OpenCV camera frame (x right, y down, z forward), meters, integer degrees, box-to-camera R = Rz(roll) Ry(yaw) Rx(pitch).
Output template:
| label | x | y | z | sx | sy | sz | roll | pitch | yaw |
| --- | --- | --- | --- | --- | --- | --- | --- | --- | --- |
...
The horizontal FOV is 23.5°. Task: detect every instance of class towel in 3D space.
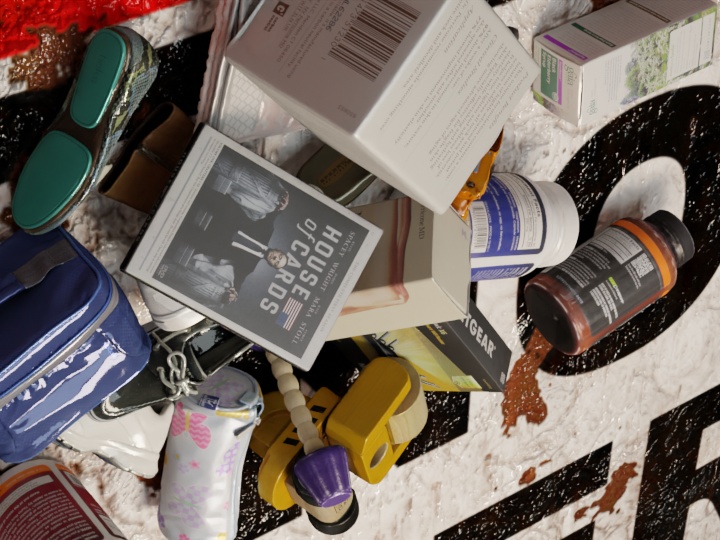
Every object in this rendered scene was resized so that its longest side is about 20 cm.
| label | x | y | z | sx | sy | sz | roll | pitch | yaw |
| --- | --- | --- | --- | --- | --- | --- | --- | --- | --- |
| towel | -0.062 | -0.212 | 1.575 | 0.191 | 0.032 | 0.200 | -21 | 134 | -46 |

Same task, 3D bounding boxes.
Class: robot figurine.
| label | x | y | z | sx | sy | sz | roll | pitch | yaw |
| --- | --- | --- | --- | --- | --- | --- | --- | --- | --- |
| robot figurine | 0.110 | -0.147 | 1.712 | 0.145 | 0.058 | 0.200 | 121 | -16 | -66 |

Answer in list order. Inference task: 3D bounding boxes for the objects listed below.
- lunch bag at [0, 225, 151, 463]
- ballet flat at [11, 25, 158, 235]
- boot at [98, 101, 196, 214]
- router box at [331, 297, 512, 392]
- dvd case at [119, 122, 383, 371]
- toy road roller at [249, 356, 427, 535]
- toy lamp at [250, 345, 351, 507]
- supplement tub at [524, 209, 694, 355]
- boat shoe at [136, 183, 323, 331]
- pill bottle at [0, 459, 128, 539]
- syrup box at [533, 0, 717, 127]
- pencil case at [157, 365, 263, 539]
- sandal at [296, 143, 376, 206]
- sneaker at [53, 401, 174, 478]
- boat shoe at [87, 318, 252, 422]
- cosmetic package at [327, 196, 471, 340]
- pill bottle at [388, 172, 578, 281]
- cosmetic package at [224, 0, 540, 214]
| label | x | y | z | sx | sy | sz | roll | pitch | yaw |
| --- | --- | --- | --- | --- | --- | --- | --- | --- | --- |
| lunch bag | -0.302 | 0.060 | 1.514 | 0.200 | 0.136 | 0.132 | -40 | 139 | -9 |
| ballet flat | -0.231 | -0.116 | 1.499 | 0.074 | 0.074 | 0.200 | 15 | 113 | -47 |
| boot | -0.166 | -0.036 | 1.616 | 0.188 | 0.068 | 0.200 | -53 | 139 | 5 |
| router box | 0.050 | 0.063 | 1.823 | 0.200 | 0.157 | 0.052 | 49 | 48 | -50 |
| dvd case | -0.095 | -0.019 | 1.556 | 0.200 | 0.025 | 0.150 | 30 | 85 | -22 |
| toy road roller | -0.036 | 0.166 | 1.835 | 0.200 | 0.146 | 0.123 | -50 | 157 | -17 |
| toy lamp | -0.062 | 0.143 | 1.746 | 0.058 | 0.200 | 0.058 | -22 | 159 | -9 |
| supplement tub | 0.298 | 0.008 | 2.043 | 0.200 | 0.107 | 0.107 | -32 | 137 | -19 |
| boat shoe | -0.120 | -0.028 | 1.591 | 0.200 | 0.072 | 0.069 | -35 | 124 | -12 |
| pill bottle | -0.278 | 0.279 | 1.657 | 0.113 | 0.200 | 0.113 | -23 | 134 | -27 |
| syrup box | 0.283 | -0.235 | 1.858 | 0.200 | 0.081 | 0.079 | -25 | 133 | -25 |
| pencil case | -0.156 | 0.194 | 1.789 | 0.083 | 0.091 | 0.200 | -70 | 174 | -59 |
| sandal | 0.012 | -0.138 | 1.677 | 0.200 | 0.080 | 0.054 | -44 | 155 | -10 |
| sneaker | -0.259 | 0.137 | 1.680 | 0.200 | 0.074 | 0.087 | 30 | 83 | -54 |
| boat shoe | -0.168 | 0.084 | 1.616 | 0.199 | 0.068 | 0.074 | -30 | 125 | -9 |
| cosmetic package | 0.000 | 0.000 | 1.685 | 0.200 | 0.104 | 0.087 | -11 | 148 | 24 |
| pill bottle | 0.132 | -0.046 | 1.841 | 0.200 | 0.116 | 0.116 | -3 | 122 | -41 |
| cosmetic package | 0.023 | -0.183 | 1.530 | 0.167 | 0.166 | 0.200 | -56 | 149 | -2 |
